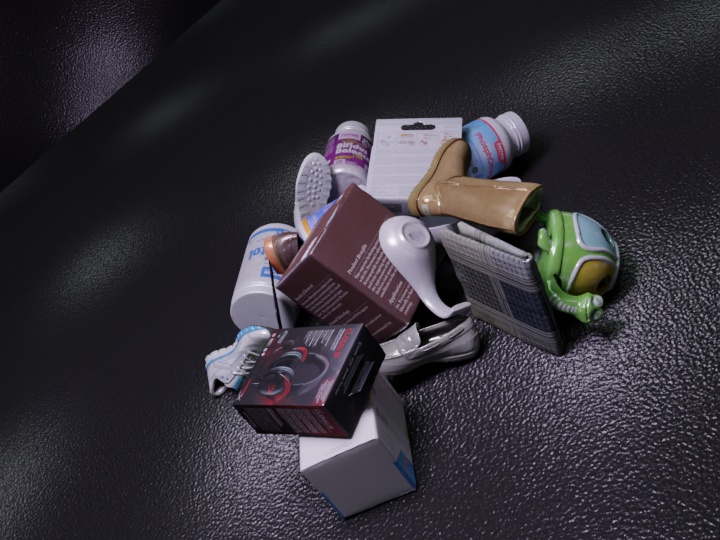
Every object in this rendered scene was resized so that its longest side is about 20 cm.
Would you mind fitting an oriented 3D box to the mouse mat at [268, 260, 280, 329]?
[{"bbox_3d":[-0.138,0.102,1.543,0.007,0.201,0.161,-9,36,-5],"label":"mouse mat"}]

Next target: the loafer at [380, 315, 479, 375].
[{"bbox_3d":[0.087,0.115,1.400,0.198,0.070,0.070,-14,26,3],"label":"loafer"}]

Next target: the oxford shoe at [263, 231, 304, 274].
[{"bbox_3d":[-0.097,0.005,1.612,0.072,0.200,0.072,-18,47,19],"label":"oxford shoe"}]

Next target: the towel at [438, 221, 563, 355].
[{"bbox_3d":[0.213,0.024,1.334,0.034,0.193,0.200,-40,35,-19],"label":"towel"}]

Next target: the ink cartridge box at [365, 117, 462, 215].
[{"bbox_3d":[0.098,-0.180,1.545,0.161,0.057,0.201,1,47,8],"label":"ink cartridge box"}]

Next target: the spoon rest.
[{"bbox_3d":[0.099,-0.004,1.415,0.099,0.061,0.201,-15,62,-32],"label":"spoon rest"}]

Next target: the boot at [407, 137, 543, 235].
[{"bbox_3d":[0.195,-0.131,1.386,0.199,0.066,0.176,11,57,39],"label":"boot"}]

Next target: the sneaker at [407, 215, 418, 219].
[{"bbox_3d":[0.050,-0.074,1.603,0.200,0.086,0.078,115,171,-74],"label":"sneaker"}]

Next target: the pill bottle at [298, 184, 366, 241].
[{"bbox_3d":[-0.012,-0.096,1.735,0.199,0.112,0.112,-32,35,5],"label":"pill bottle"}]

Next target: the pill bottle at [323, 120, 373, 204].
[{"bbox_3d":[-0.024,-0.231,1.904,0.112,0.112,0.201,-19,38,22],"label":"pill bottle"}]

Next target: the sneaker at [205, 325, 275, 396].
[{"bbox_3d":[-0.212,0.171,1.618,0.200,0.075,0.087,-38,40,37],"label":"sneaker"}]

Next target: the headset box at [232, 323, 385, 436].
[{"bbox_3d":[-0.066,0.158,1.287,0.199,0.075,0.149,-6,43,38],"label":"headset box"}]

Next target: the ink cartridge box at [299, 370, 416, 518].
[{"bbox_3d":[-0.009,0.235,1.327,0.125,0.129,0.201,-26,34,13],"label":"ink cartridge box"}]

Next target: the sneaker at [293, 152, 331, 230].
[{"bbox_3d":[-0.108,-0.146,1.820,0.076,0.201,0.081,-2,23,-21],"label":"sneaker"}]

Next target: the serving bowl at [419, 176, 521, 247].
[{"bbox_3d":[0.201,-0.092,1.566,0.199,0.066,0.200,-25,15,7],"label":"serving bowl"}]

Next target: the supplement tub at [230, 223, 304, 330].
[{"bbox_3d":[-0.170,0.018,1.719,0.131,0.132,0.201,-19,38,22],"label":"supplement tub"}]

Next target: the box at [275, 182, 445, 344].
[{"bbox_3d":[0.000,0.000,1.487,0.166,0.199,0.164,-59,10,-32],"label":"box"}]

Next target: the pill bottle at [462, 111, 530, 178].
[{"bbox_3d":[0.208,-0.214,1.633,0.199,0.109,0.109,-28,32,-15],"label":"pill bottle"}]

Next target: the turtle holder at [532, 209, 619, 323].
[{"bbox_3d":[0.317,-0.012,1.327,0.131,0.142,0.186,9,12,-1],"label":"turtle holder"}]
